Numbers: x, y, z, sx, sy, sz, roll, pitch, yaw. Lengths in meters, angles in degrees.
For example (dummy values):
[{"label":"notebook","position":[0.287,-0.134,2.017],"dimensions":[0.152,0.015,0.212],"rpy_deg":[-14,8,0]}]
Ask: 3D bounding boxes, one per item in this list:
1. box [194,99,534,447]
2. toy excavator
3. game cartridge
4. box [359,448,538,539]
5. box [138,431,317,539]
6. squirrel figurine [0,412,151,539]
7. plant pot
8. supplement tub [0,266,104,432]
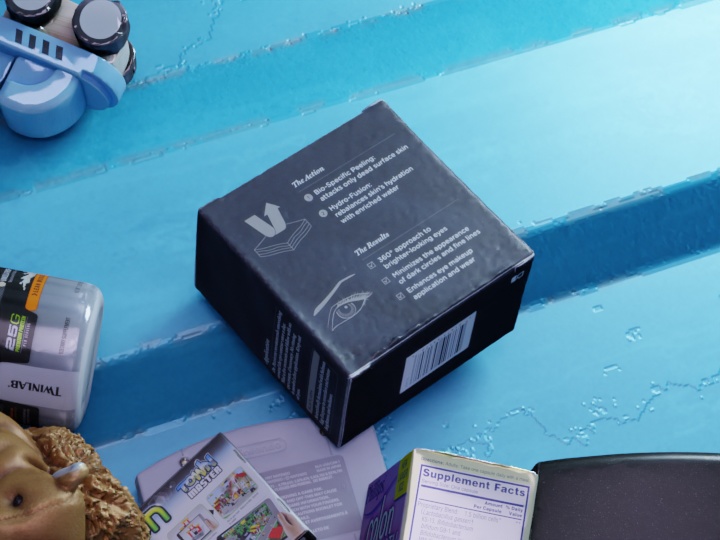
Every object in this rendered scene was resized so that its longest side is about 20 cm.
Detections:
[{"label":"box","position":[0.000,0.000,1.796],"dimensions":[0.196,0.118,0.200],"rpy_deg":[-32,65,-25]},{"label":"toy excavator","position":[-0.307,-0.152,1.868],"dimensions":[0.194,0.100,0.201],"rpy_deg":[22,72,5]},{"label":"game cartridge","position":[-0.073,0.189,1.760],"dimensions":[0.199,0.041,0.134],"rpy_deg":[-11,70,-13]},{"label":"box","position":[0.051,0.250,1.644],"dimensions":[0.096,0.176,0.201],"rpy_deg":[13,75,-8]},{"label":"box","position":[-0.143,0.232,1.689],"dimensions":[0.200,0.035,0.110],"rpy_deg":[-42,67,-4]},{"label":"squirrel figurine","position":[-0.241,0.167,1.613],"dimensions":[0.199,0.186,0.142],"rpy_deg":[1,93,-41]},{"label":"plant pot","position":[0.191,0.245,1.664],"dimensions":[0.176,0.200,0.200],"rpy_deg":[13,63,-8]},{"label":"supplement tub","position":[-0.310,0.054,1.745],"dimensions":[0.199,0.123,0.123],"rpy_deg":[10,63,-3]}]
